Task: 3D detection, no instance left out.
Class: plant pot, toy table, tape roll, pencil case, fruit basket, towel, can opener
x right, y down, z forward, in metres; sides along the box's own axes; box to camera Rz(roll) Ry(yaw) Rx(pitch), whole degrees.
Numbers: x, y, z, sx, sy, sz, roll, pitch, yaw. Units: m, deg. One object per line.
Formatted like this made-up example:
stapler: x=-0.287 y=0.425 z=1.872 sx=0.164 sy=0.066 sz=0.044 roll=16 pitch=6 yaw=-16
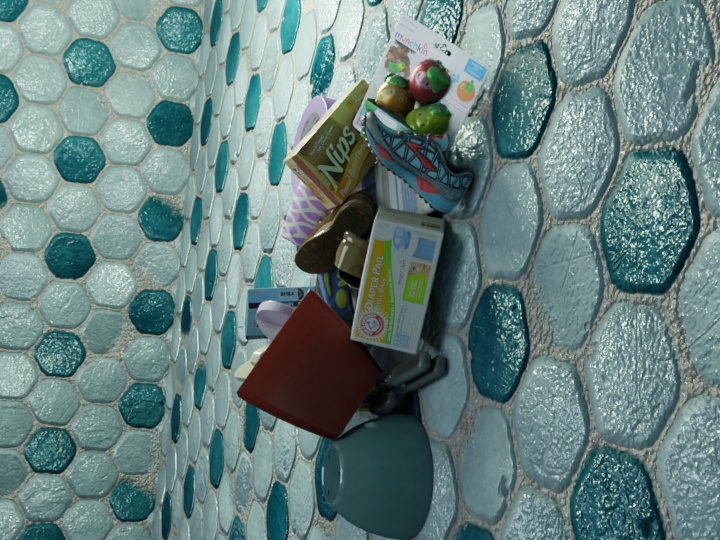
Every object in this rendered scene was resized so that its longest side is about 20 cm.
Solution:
plant pot: x=-0.076 y=0.173 z=1.663 sx=0.201 sy=0.176 sz=0.200 roll=-55 pitch=-1 yaw=-11
toy table: x=-0.140 y=0.158 z=1.864 sx=0.182 sy=0.200 sz=0.118 roll=-3 pitch=56 yaw=38
tape roll: x=-0.072 y=-0.232 z=1.950 sx=0.200 sy=0.065 sz=0.202 roll=-171 pitch=90 yaw=-67
pencil case: x=-0.073 y=-0.134 z=1.809 sx=0.201 sy=0.083 sz=0.085 roll=-63 pitch=-10 yaw=12
fruit basket: x=0.086 y=-0.268 z=1.566 sx=0.185 sy=0.093 sz=0.201 roll=39 pitch=121 yaw=25
towel: x=0.070 y=-0.139 z=1.676 sx=0.199 sy=0.024 sz=0.148 roll=-29 pitch=58 yaw=46
plant pot: x=0.013 y=0.330 z=1.621 sx=0.200 sy=0.133 sz=0.203 roll=-174 pitch=90 yaw=-69
can opener: x=0.074 y=0.183 z=1.612 sx=0.200 sy=0.052 sz=0.067 roll=135 pitch=146 yaw=-55

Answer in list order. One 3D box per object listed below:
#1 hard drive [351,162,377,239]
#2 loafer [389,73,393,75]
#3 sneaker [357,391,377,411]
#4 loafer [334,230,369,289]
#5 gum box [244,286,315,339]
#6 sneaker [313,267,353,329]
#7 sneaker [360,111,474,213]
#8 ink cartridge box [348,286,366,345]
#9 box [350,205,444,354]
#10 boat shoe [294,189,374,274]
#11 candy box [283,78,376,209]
hard drive: x=0.011 y=-0.122 z=1.795 sx=0.199 sy=0.038 sz=0.141 roll=-30 pitch=55 yaw=44
loafer: x=0.060 y=-0.307 z=1.708 sx=0.073 sy=0.070 sz=0.201 roll=124 pitch=162 yaw=-50
sneaker: x=-0.023 y=0.209 z=1.832 sx=0.199 sy=0.073 sz=0.083 roll=-1 pitch=89 yaw=60
loafer: x=0.000 y=0.000 z=1.700 sx=0.076 sy=0.200 sz=0.068 roll=35 pitch=80 yaw=31
gum box: x=-0.140 y=0.084 z=1.972 sx=0.200 sy=0.168 sz=0.045 roll=109 pitch=157 yaw=-68
sneaker: x=-0.050 y=0.078 z=1.818 sx=0.083 sy=0.070 sz=0.202 roll=130 pitch=138 yaw=-79
sneaker: x=0.089 y=-0.181 z=1.503 sx=0.095 sy=0.200 sz=0.080 roll=-44 pitch=21 yaw=21
ink cartridge box: x=-0.014 y=0.089 z=1.901 sx=0.163 sy=0.056 sz=0.202 roll=-114 pitch=18 yaw=-52
box: x=0.058 y=0.014 z=1.579 sx=0.101 sy=0.111 sz=0.202 roll=-69 pitch=-10 yaw=-75
boat shoe: x=-0.041 y=-0.066 z=1.743 sx=0.200 sy=0.072 sz=0.068 roll=-43 pitch=19 yaw=37
candy box: x=-0.026 y=-0.217 z=1.723 sx=0.200 sy=0.115 sz=0.055 roll=-51 pitch=16 yaw=-24
